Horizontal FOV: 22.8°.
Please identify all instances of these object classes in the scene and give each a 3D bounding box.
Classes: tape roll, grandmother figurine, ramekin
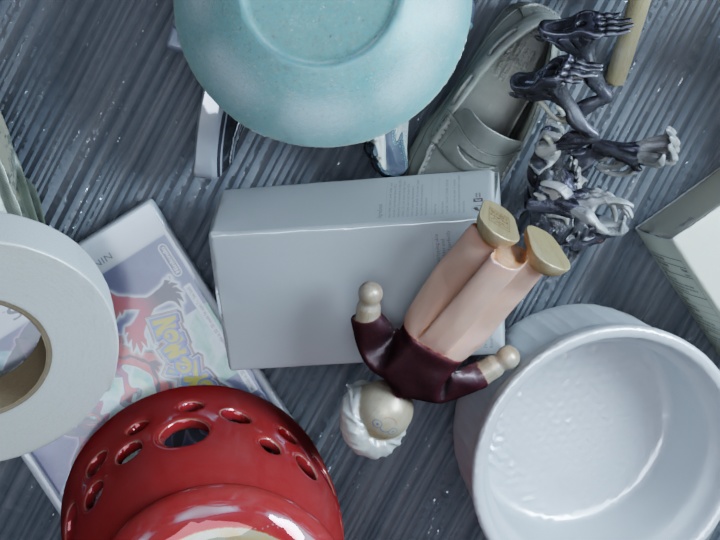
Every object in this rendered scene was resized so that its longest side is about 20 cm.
[{"bbox_3d":[-0.264,0.049,1.210,0.202,0.037,0.204,-8,129,-10],"label":"tape roll"},{"bbox_3d":[0.047,0.047,1.189,0.121,0.061,0.200,32,116,-6],"label":"grandmother figurine"},{"bbox_3d":[0.162,0.121,1.275,0.199,0.098,0.202,-4,107,-13],"label":"ramekin"}]

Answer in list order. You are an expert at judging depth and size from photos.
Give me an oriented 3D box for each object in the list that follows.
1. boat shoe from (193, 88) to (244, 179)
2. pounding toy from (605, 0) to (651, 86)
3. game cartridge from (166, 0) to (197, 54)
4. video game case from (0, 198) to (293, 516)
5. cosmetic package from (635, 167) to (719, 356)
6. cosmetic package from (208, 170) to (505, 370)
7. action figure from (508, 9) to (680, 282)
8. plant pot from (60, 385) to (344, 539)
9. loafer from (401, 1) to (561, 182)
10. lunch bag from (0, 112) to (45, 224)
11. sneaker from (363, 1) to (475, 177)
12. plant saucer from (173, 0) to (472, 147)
[{"bbox_3d":[-0.068,-0.157,1.257,0.067,0.072,0.201,16,89,-5],"label":"boat shoe"},{"bbox_3d":[0.194,-0.255,1.218,0.142,0.184,0.200,42,92,4],"label":"pounding toy"},{"bbox_3d":[-0.040,-0.226,1.206,0.133,0.042,0.201,18,86,-2],"label":"game cartridge"},{"bbox_3d":[-0.175,0.079,1.299,0.182,0.023,0.200,-32,99,0],"label":"video game case"},{"bbox_3d":[0.297,0.030,1.289,0.087,0.103,0.200,-36,100,-1],"label":"cosmetic package"},{"bbox_3d":[0.000,0.000,1.245,0.199,0.081,0.113,-1,117,6],"label":"cosmetic package"},{"bbox_3d":[0.159,-0.071,1.231,0.102,0.119,0.201,12,136,23],"label":"action figure"},{"bbox_3d":[-0.106,0.199,1.224,0.199,0.183,0.202,-2,106,-9],"label":"plant pot"},{"bbox_3d":[0.083,-0.099,1.269,0.070,0.070,0.201,24,99,-10],"label":"loafer"},{"bbox_3d":[-0.315,-0.057,1.222,0.163,0.118,0.201,-19,101,-2],"label":"lunch bag"},{"bbox_3d":[0.040,-0.165,1.258,0.086,0.078,0.201,2,97,-8],"label":"sneaker"},{"bbox_3d":[-0.025,-0.183,1.166,0.200,0.039,0.202,0,85,0],"label":"plant saucer"}]
